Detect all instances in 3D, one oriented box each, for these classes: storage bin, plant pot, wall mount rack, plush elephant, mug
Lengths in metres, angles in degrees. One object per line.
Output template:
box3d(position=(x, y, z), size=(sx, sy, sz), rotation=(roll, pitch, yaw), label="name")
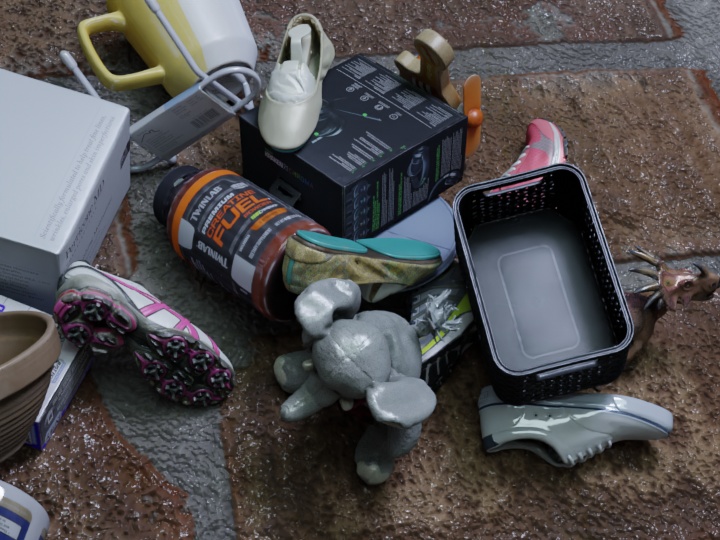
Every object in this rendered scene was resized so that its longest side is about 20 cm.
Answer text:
box3d(position=(0.174, 0.014, 1.159), size=(0.133, 0.094, 0.202), rotation=(-13, 66, 1), label="storage bin")
box3d(position=(-0.342, 0.114, 0.998), size=(0.198, 0.094, 0.201), rotation=(-11, 17, 4), label="plant pot")
box3d(position=(-0.211, -0.193, 1.259), size=(0.199, 0.173, 0.075), rotation=(-29, 57, 20), label="wall mount rack")
box3d(position=(-0.008, 0.094, 1.088), size=(0.165, 0.200, 0.154), rotation=(52, 23, 19), label="plush elephant")
box3d(position=(-0.208, -0.263, 1.367), size=(0.185, 0.149, 0.154), rotation=(-33, 72, 6), label="mug")

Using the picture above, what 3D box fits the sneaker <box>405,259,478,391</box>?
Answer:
box3d(position=(0.071, 0.060, 1.232), size=(0.080, 0.074, 0.200), rotation=(29, 49, 22), label="sneaker")

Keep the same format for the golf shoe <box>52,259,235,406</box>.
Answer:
box3d(position=(-0.200, 0.055, 1.142), size=(0.199, 0.073, 0.093), rotation=(36, 24, -26), label="golf shoe")

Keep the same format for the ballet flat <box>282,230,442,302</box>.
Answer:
box3d(position=(0.000, 0.000, 1.164), size=(0.198, 0.071, 0.071), rotation=(3, 48, -46), label="ballet flat")

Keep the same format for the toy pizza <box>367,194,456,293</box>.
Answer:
box3d(position=(0.010, -0.037, 1.287), size=(0.197, 0.032, 0.202), rotation=(1, 42, -1), label="toy pizza")

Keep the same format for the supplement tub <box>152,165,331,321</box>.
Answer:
box3d(position=(-0.126, -0.036, 1.214), size=(0.199, 0.108, 0.107), rotation=(31, 53, 33), label="supplement tub")

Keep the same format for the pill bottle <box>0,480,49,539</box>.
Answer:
box3d(position=(-0.337, 0.277, 0.966), size=(0.110, 0.112, 0.202), rotation=(14, 54, -1), label="pill bottle")

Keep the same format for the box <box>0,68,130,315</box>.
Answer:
box3d(position=(-0.356, -0.081, 1.200), size=(0.197, 0.131, 0.201), rotation=(17, 54, 1), label="box")

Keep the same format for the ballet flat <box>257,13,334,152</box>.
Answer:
box3d(position=(-0.070, -0.207, 1.261), size=(0.068, 0.070, 0.201), rotation=(12, 42, -2), label="ballet flat")

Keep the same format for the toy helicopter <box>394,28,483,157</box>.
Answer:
box3d(position=(0.090, -0.206, 1.338), size=(0.132, 0.200, 0.079), rotation=(43, 82, 14), label="toy helicopter")

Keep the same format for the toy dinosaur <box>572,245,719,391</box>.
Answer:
box3d(position=(0.263, 0.046, 1.230), size=(0.198, 0.136, 0.086), rotation=(-25, 63, -25), label="toy dinosaur")

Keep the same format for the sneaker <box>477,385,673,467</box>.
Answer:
box3d(position=(0.213, 0.162, 1.189), size=(0.197, 0.073, 0.072), rotation=(5, 70, 0), label="sneaker")

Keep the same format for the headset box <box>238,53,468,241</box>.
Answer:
box3d(position=(-0.013, -0.129, 1.294), size=(0.199, 0.094, 0.173), rotation=(-33, 52, -32), label="headset box")

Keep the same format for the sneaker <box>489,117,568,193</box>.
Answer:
box3d(position=(0.188, -0.099, 1.354), size=(0.085, 0.074, 0.202), rotation=(7, 55, -4), label="sneaker")

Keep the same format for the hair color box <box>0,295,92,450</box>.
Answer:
box3d(position=(-0.367, 0.079, 1.129), size=(0.198, 0.065, 0.110), rotation=(20, 54, 5), label="hair color box")
